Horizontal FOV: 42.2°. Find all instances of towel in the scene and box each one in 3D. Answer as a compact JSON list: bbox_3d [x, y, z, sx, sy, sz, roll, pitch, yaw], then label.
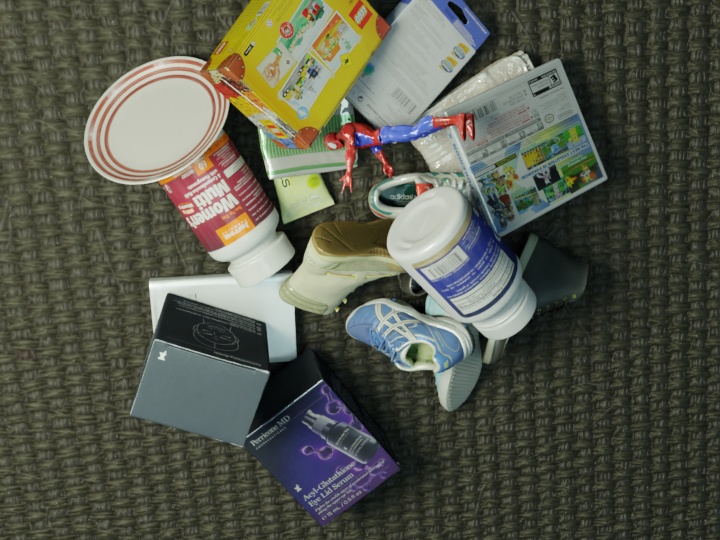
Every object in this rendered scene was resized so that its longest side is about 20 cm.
[{"bbox_3d":[-0.070,-0.227,1.231,0.152,0.023,0.201,-13,107,-32],"label":"towel"},{"bbox_3d":[0.173,-0.202,1.297,0.200,0.034,0.133,-34,106,2],"label":"towel"}]

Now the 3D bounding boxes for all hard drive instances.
[{"bbox_3d":[-0.193,0.070,1.324,0.199,0.026,0.132,-4,105,-7],"label":"hard drive"}]

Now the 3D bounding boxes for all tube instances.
[{"bbox_3d":[-0.099,-0.167,1.264,0.058,0.052,0.201,-6,114,29],"label":"tube"}]

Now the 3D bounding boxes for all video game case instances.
[{"bbox_3d":[0.222,-0.166,1.255,0.200,0.022,0.183,-27,98,-21],"label":"video game case"}]

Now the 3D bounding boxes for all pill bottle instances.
[{"bbox_3d":[0.138,-0.003,1.205,0.120,0.120,0.200,-43,121,5],"label":"pill bottle"},{"bbox_3d":[-0.178,-0.082,1.242,0.109,0.110,0.200,-33,106,2],"label":"pill bottle"}]

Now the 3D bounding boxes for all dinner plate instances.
[{"bbox_3d":[-0.256,-0.189,1.186,0.200,0.200,0.024,-29,148,1],"label":"dinner plate"}]

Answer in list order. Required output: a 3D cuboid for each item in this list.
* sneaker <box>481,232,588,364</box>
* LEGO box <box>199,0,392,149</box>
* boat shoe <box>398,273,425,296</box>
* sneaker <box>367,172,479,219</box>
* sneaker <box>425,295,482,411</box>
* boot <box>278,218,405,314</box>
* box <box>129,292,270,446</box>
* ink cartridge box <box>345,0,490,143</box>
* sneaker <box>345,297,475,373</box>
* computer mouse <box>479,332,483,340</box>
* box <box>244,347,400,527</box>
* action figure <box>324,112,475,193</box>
[{"bbox_3d":[0.248,0.054,1.319,0.106,0.075,0.201,24,81,2],"label":"sneaker"},{"bbox_3d":[-0.077,-0.275,1.157,0.149,0.077,0.200,41,74,-32],"label":"LEGO box"},{"bbox_3d":[0.134,-0.038,1.322,0.067,0.057,0.200,41,96,-15],"label":"boat shoe"},{"bbox_3d":[0.106,-0.097,1.252,0.199,0.093,0.071,-2,93,5],"label":"sneaker"},{"bbox_3d":[0.127,0.112,1.365,0.074,0.082,0.201,-23,129,-31],"label":"sneaker"},{"bbox_3d":[0.000,0.000,1.282,0.199,0.072,0.155,2,147,-28],"label":"boot"},{"bbox_3d":[-0.205,0.125,1.220,0.148,0.200,0.107,18,102,-11],"label":"box"},{"bbox_3d":[0.067,-0.283,1.243,0.200,0.042,0.119,-47,118,4],"label":"ink cartridge box"},{"bbox_3d":[0.056,0.092,1.292,0.199,0.077,0.076,8,122,36],"label":"sneaker"},{"bbox_3d":[0.238,0.047,1.372,0.200,0.034,0.059,-28,106,0],"label":"computer mouse"},{"bbox_3d":[-0.063,0.238,1.334,0.148,0.104,0.200,-38,115,4],"label":"box"},{"bbox_3d":[0.045,-0.150,1.205,0.199,0.065,0.099,1,96,23],"label":"action figure"}]
